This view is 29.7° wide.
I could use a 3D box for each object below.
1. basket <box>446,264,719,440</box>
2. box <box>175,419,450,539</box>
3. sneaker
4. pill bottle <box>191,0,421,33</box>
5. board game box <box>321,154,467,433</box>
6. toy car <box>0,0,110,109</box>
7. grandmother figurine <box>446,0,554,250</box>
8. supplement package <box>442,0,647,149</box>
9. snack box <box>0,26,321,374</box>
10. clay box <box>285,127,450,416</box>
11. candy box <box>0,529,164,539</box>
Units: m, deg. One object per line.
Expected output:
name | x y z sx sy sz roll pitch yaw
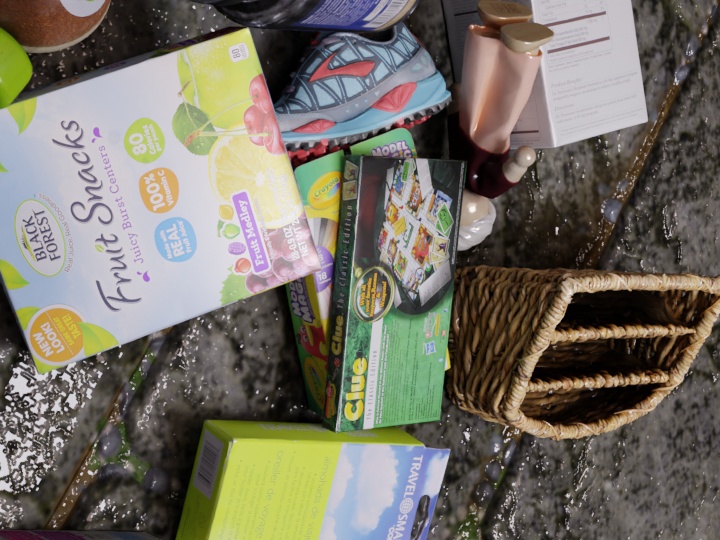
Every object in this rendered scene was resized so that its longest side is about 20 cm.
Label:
basket | 0.187 0.070 1.119 0.199 0.148 0.144 1 92 -37
box | -0.035 0.176 1.008 0.199 0.048 0.123 7 102 -37
sneaker | -0.028 -0.134 1.008 0.199 0.079 0.096 -22 89 -38
pill bottle | -0.041 -0.215 0.895 0.200 0.111 0.113 -13 101 -58
board game box | 0.025 0.016 1.003 0.104 0.023 0.202 -1 100 -41
toy car | -0.205 -0.221 0.762 0.157 0.200 0.165 34 65 -3
grandmother figurine | 0.094 -0.106 1.054 0.060 0.122 0.201 1 125 -16
supplement package | 0.143 -0.206 1.091 0.109 0.113 0.202 -17 103 -33
snack box | -0.145 -0.048 0.882 0.199 0.068 0.170 -21 105 -12
clay box | 0.000 0.000 1.025 0.114 0.047 0.202 -23 113 -33
candy box | -0.220 0.240 0.881 0.199 0.061 0.138 8 87 -37
